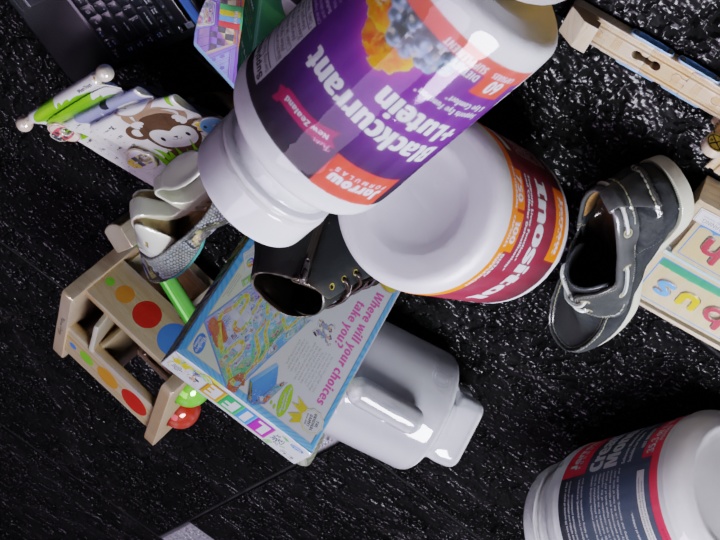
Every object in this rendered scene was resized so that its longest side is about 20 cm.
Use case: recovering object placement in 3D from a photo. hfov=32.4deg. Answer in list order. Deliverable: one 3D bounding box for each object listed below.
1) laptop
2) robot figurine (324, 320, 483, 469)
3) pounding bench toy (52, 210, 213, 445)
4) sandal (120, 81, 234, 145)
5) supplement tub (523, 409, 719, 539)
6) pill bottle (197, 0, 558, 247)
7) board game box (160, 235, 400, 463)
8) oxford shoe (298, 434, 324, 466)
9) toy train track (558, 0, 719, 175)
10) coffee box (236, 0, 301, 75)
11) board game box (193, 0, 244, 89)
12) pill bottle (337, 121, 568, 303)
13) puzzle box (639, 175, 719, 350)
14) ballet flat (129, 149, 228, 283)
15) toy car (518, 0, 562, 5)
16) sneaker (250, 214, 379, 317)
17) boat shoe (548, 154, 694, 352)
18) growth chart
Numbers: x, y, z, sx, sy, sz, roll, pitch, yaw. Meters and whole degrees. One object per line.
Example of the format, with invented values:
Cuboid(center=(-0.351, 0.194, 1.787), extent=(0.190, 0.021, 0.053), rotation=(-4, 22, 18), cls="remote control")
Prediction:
Cuboid(center=(-0.198, -0.206, 0.884), extent=(0.199, 0.104, 0.178), rotation=(-17, 125, 27), cls="laptop")
Cuboid(center=(0.008, 0.101, 1.102), extent=(0.199, 0.114, 0.170), rotation=(27, 180, -13), cls="robot figurine")
Cuboid(center=(-0.180, 0.046, 1.150), extent=(0.156, 0.124, 0.200), rotation=(42, 147, 8), cls="pounding bench toy")
Cuboid(center=(-0.095, -0.112, 0.984), extent=(0.198, 0.055, 0.082), rotation=(13, 151, 0), cls="sandal")
Cuboid(center=(0.245, 0.204, 1.041), extent=(0.140, 0.141, 0.200), rotation=(40, 145, -15), cls="supplement tub")
Cuboid(center=(0.001, -0.101, 0.679), extent=(0.111, 0.112, 0.200), rotation=(41, 124, -15), cls="pill bottle")
Cuboid(center=(-0.054, 0.034, 0.999), extent=(0.134, 0.201, 0.034), rotation=(38, 145, -11), cls="board game box")
Cuboid(center=(-0.067, 0.114, 1.227), extent=(0.057, 0.075, 0.201), rotation=(10, 134, 18), cls="oxford shoe")
Cuboid(center=(0.211, -0.103, 0.769), extent=(0.199, 0.033, 0.115), rotation=(31, 146, 2), cls="toy train track")
Cuboid(center=(-0.003, -0.171, 0.721), extent=(0.122, 0.044, 0.201), rotation=(-2, 139, -13), cls="coffee box")
Cuboid(center=(-0.011, -0.131, 0.826), extent=(0.157, 0.039, 0.200), rotation=(-25, 132, 22), cls="board game box")
Cuboid(center=(0.073, -0.037, 0.821), extent=(0.112, 0.114, 0.200), rotation=(13, -178, 24), cls="pill bottle")
Cuboid(center=(0.297, 0.025, 0.874), extent=(0.199, 0.026, 0.133), rotation=(29, 147, 3), cls="puzzle box")
Cuboid(center=(-0.135, -0.051, 0.940), extent=(0.072, 0.072, 0.200), rotation=(41, 137, -15), cls="ballet flat")
Cuboid(center=(0.141, -0.221, 0.587), extent=(0.199, 0.174, 0.151), rotation=(-22, 84, 51), cls="toy car")
Cuboid(center=(0.000, 0.000, 0.958), extent=(0.198, 0.107, 0.075), rotation=(19, 143, -22), cls="sneaker")
Cuboid(center=(0.166, -0.003, 0.886), extent=(0.072, 0.067, 0.201), rotation=(54, 153, 24), cls="boat shoe")
Cuboid(center=(-0.150, -0.094, 0.964), extent=(0.199, 0.018, 0.144), rotation=(30, 146, -29), cls="growth chart")
